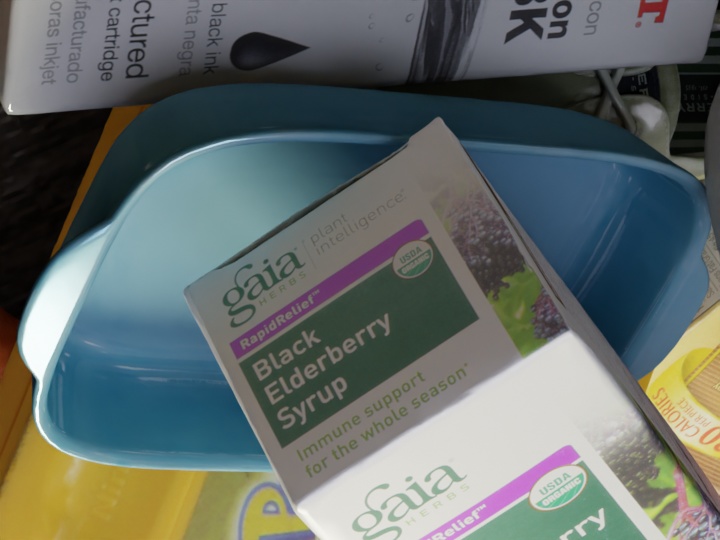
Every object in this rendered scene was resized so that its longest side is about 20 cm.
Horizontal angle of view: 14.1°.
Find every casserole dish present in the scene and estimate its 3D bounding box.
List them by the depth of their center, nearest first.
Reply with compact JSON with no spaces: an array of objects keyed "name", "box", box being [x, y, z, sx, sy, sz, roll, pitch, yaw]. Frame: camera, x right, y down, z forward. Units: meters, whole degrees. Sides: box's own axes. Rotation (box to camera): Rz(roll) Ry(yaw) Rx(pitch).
[{"name":"casserole dish","box":[0.000,0.000,0.765,0.200,0.039,0.121,3,133,-30]}]

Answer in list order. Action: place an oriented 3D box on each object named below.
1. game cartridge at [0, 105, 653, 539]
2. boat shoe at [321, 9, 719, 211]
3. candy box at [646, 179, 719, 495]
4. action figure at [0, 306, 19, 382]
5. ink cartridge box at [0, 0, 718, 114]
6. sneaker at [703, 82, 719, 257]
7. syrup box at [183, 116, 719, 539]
[{"name":"game cartridge","box":[-0.008,0.041,0.835,0.200,0.032,0.176,26,81,-37]},{"name":"boat shoe","box":[0.063,-0.053,0.825,0.200,0.072,0.062,-9,179,-39]},{"name":"candy box","box":[0.171,-0.013,0.946,0.200,0.055,0.115,-40,137,11]},{"name":"action figure","box":[-0.073,0.034,0.870,0.193,0.105,0.200,13,93,-41]},{"name":"ink cartridge box","box":[0.001,-0.126,0.735,0.200,0.084,0.144,-6,128,-22]},{"name":"sneaker","box":[0.158,-0.050,0.801,0.073,0.200,0.112,-21,134,37]},{"name":"syrup box","box":[0.042,0.056,0.756,0.079,0.081,0.200,-34,141,5]}]
